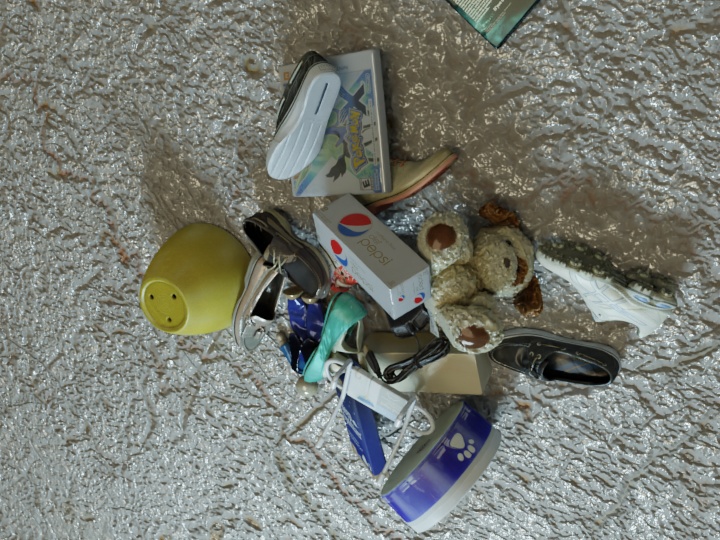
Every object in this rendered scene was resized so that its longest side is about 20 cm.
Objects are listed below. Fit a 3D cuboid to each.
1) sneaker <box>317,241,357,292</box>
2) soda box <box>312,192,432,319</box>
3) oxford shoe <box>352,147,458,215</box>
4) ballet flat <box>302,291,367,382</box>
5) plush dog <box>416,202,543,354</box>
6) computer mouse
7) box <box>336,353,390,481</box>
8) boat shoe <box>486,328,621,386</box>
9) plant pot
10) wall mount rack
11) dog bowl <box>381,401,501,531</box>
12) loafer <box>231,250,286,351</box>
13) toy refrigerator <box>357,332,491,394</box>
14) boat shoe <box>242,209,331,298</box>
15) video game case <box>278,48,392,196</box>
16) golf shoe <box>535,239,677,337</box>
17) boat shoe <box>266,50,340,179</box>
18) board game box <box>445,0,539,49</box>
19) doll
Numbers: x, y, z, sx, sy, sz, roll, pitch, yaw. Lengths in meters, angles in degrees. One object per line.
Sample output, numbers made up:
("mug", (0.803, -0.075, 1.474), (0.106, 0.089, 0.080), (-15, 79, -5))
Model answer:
("sneaker", (0.000, 0.000, 1.120), (0.201, 0.067, 0.108), (43, 129, 36))
("soda box", (0.014, -0.024, 1.012), (0.200, 0.068, 0.064), (45, 156, 39))
("oxford shoe", (0.050, -0.139, 1.069), (0.199, 0.071, 0.074), (-26, 93, 30))
("ballet flat", (-0.038, 0.125, 1.159), (0.070, 0.067, 0.201), (34, 127, 17))
("plush dog", (0.170, 0.002, 1.030), (0.171, 0.160, 0.201), (-20, 92, -10))
("computer mouse", (0.054, 0.078, 1.133), (0.140, 0.046, 0.201), (-39, 61, 21))
("box", (-0.004, 0.243, 1.231), (0.032, 0.121, 0.201), (-17, 106, -15))
("boat shoe", (0.282, 0.138, 1.076), (0.199, 0.066, 0.070), (9, 114, 21))
("plant pot", (-0.300, 0.034, 1.260), (0.199, 0.142, 0.201), (10, 115, 21))
("wall mount rack", (0.008, 0.230, 1.115), (0.199, 0.075, 0.174), (28, 135, 17))
("dog bowl", (0.125, 0.303, 1.131), (0.079, 0.200, 0.200), (42, 122, 5))
("loafer", (-0.172, 0.062, 1.247), (0.063, 0.072, 0.201), (35, 121, 35))
("toy refrigerator", (0.103, 0.146, 1.164), (0.199, 0.070, 0.076), (-3, 116, 27))
("boat shoe", (-0.124, -0.021, 1.157), (0.200, 0.073, 0.075), (44, 130, 32))
("video game case", (-0.040, -0.212, 1.069), (0.182, 0.022, 0.201), (2, 104, 38))
("golf shoe", (0.330, 0.030, 1.007), (0.199, 0.078, 0.098), (26, 125, 15))
("boat shoe", (-0.087, -0.225, 1.055), (0.200, 0.072, 0.071), (-57, 44, 34))
("board game box", (0.193, -0.405, 0.914), (0.135, 0.028, 0.200), (45, 123, 3))
("doll", (-0.097, 0.127, 1.259), (0.136, 0.048, 0.201), (11, 115, 32))
